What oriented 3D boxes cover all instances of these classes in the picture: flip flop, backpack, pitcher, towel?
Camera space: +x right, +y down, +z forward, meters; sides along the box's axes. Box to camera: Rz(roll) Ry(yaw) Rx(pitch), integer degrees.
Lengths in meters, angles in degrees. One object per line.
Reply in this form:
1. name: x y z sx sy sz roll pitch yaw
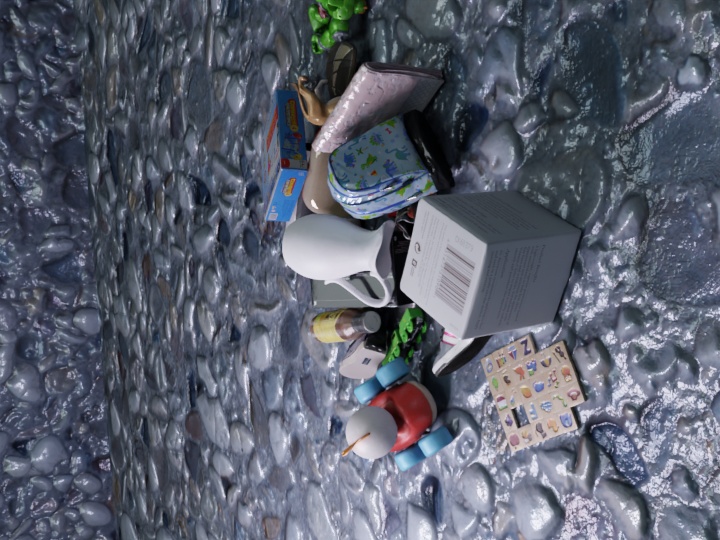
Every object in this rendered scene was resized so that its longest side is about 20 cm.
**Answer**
1. flip flop: -0.023 -0.364 1.769 0.081 0.057 0.201 35 138 43
2. backpack: 0.039 -0.178 1.551 0.199 0.154 0.164 -29 66 22
3. pitcher: -0.036 -0.017 1.624 0.199 0.121 0.173 5 113 21
4. towel: 0.033 -0.281 1.556 0.200 0.190 0.032 -53 54 39

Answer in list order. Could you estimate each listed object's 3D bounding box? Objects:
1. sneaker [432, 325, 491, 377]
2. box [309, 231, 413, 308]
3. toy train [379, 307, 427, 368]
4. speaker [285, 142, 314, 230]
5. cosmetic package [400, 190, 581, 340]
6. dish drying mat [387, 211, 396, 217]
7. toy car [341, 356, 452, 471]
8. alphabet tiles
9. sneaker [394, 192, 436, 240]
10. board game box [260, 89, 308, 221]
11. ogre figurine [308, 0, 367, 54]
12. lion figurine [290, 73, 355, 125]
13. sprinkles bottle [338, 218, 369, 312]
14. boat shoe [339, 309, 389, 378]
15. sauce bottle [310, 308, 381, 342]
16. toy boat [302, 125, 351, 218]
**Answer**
1. sneaker: 0.162 0.085 1.527 0.121 0.083 0.200 56 130 28
2. box: 0.000 0.000 1.705 0.199 0.079 0.142 -2 91 33
3. toy train: 0.077 0.150 1.707 0.057 0.042 0.200 -108 31 -41
4. speaker: -0.114 -0.173 1.905 0.081 0.081 0.201 33 121 49
5. cosmetic package: 0.198 -0.015 1.357 0.165 0.199 0.166 41 127 45
6. dish drying mat: 0.064 -0.205 1.689 0.077 0.018 0.201 -5 91 55
7. toy car: 0.029 0.294 1.624 0.185 0.199 0.177 58 141 11
8. alphabet tiles: 0.283 0.193 1.437 0.200 0.008 0.168 -38 63 51
9. sneaker: 0.096 -0.108 1.593 0.077 0.082 0.201 -53 54 37
10. board game box: -0.162 -0.236 1.833 0.200 0.056 0.197 120 149 -59
11. ogre figurine: -0.052 -0.528 1.737 0.120 0.098 0.201 36 102 55
12. lion figurine: -0.039 -0.310 1.683 0.199 0.072 0.123 0 90 17
13. sprinkles bottle: -0.023 -0.004 1.807 0.068 0.068 0.201 -6 91 56
14. boat shoe: 0.013 0.151 1.791 0.200 0.074 0.093 130 154 -59
15. sauce bottle: -0.027 0.106 1.719 0.200 0.064 0.065 -12 85 57
16. toy boat: -0.044 -0.214 1.782 0.131 0.130 0.201 -96 18 -60
